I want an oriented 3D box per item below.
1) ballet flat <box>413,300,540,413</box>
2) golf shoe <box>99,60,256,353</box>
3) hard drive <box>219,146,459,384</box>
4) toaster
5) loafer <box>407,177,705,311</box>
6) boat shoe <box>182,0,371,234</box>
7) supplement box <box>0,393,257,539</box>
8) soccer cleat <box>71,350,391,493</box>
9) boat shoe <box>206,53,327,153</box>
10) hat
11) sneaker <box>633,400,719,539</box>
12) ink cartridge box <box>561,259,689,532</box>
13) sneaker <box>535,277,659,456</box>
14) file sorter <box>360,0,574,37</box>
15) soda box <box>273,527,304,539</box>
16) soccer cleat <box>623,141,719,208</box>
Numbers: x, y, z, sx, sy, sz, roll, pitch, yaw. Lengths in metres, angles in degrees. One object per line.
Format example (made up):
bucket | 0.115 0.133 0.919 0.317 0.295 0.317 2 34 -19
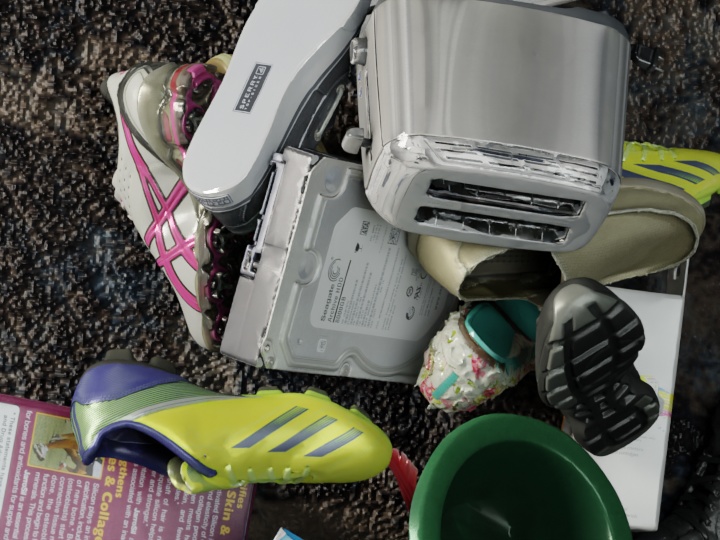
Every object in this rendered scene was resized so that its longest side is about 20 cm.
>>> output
ballet flat | 0.082 0.052 1.715 0.076 0.200 0.064 46 108 10
golf shoe | -0.115 -0.043 1.682 0.073 0.092 0.200 -32 120 -48
hard drive | 0.000 0.000 1.658 0.200 0.038 0.140 11 96 -53
toaster | 0.089 -0.091 1.593 0.200 0.114 0.129 9 63 -10
loafer | 0.131 -0.010 1.659 0.200 0.076 0.068 -6 49 -12
boat shoe | -0.042 -0.114 1.634 0.200 0.072 0.068 -64 146 -19
supplement box | -0.178 0.156 1.625 0.200 0.103 0.131 14 80 -20
soccer cleat | -0.079 0.109 1.563 0.200 0.065 0.084 13 49 -13
boat shoe | -0.037 -0.064 1.710 0.063 0.073 0.201 -38 104 -25
hat | 0.062 0.190 1.645 0.166 0.176 0.200 35 54 -16
sneaker | 0.238 0.186 1.809 0.104 0.060 0.200 -1 91 -26
ink cartridge box | 0.177 0.075 1.755 0.068 0.115 0.200 8 84 1
sneaker | 0.133 0.050 1.605 0.075 0.200 0.079 -30 62 -4
file sorter | 0.089 -0.218 1.735 0.139 0.124 0.200 32 77 -18
soda box | -0.038 0.220 1.622 0.064 0.200 0.068 29 77 8
soccer cleat | 0.173 -0.070 1.793 0.200 0.065 0.084 -11 89 -21
